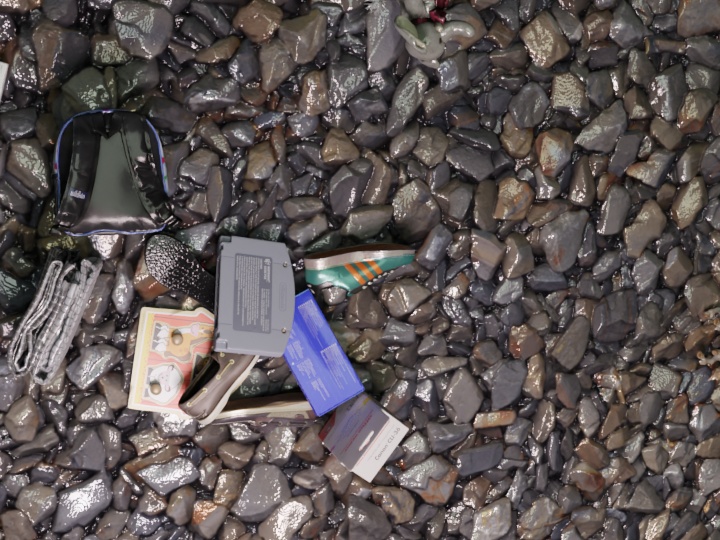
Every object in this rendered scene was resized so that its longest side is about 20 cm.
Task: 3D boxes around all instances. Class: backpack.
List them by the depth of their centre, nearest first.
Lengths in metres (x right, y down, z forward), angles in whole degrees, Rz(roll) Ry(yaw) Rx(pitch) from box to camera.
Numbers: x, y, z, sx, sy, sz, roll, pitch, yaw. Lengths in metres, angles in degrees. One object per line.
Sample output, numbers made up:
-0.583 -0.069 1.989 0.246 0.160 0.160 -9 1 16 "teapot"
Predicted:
-0.387 -0.157 1.459 0.199 0.154 0.191 -4 108 -23 "backpack"

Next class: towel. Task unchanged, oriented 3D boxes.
-0.477 0.061 1.457 0.085 0.166 0.200 22 91 -13 "towel"

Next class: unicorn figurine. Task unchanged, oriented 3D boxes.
0.757 0.125 1.903 0.137 0.074 0.200 6 111 -27 "unicorn figurine"

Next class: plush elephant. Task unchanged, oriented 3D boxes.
0.119 -0.425 1.573 0.200 0.165 0.155 -23 91 16 "plush elephant"

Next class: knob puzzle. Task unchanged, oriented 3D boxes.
-0.284 0.161 1.601 0.219 0.030 0.220 -3 99 -17 "knob puzzle"

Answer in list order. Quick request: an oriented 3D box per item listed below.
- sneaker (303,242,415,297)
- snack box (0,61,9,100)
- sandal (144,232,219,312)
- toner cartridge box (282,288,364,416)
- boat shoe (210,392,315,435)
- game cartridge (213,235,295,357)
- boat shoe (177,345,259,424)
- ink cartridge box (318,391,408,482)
0.000 0.000 1.648 0.199 0.071 0.080 -8 105 -11 "sneaker"
-0.644 -0.307 1.422 0.199 0.024 0.072 14 96 -19 "snack box"
-0.287 0.008 1.576 0.075 0.045 0.200 -48 123 0 "sandal"
-0.083 0.142 1.621 0.095 0.043 0.200 -28 86 -12 "toner cartridge box"
-0.167 0.255 1.629 0.199 0.072 0.065 -5 98 -25 "boat shoe"
-0.176 0.044 1.568 0.133 0.040 0.201 7 68 -18 "game cartridge"
-0.229 0.159 1.570 0.059 0.072 0.200 39 81 -32 "boat shoe"
0.008 0.285 1.620 0.067 0.200 0.117 37 87 -18 "ink cartridge box"
